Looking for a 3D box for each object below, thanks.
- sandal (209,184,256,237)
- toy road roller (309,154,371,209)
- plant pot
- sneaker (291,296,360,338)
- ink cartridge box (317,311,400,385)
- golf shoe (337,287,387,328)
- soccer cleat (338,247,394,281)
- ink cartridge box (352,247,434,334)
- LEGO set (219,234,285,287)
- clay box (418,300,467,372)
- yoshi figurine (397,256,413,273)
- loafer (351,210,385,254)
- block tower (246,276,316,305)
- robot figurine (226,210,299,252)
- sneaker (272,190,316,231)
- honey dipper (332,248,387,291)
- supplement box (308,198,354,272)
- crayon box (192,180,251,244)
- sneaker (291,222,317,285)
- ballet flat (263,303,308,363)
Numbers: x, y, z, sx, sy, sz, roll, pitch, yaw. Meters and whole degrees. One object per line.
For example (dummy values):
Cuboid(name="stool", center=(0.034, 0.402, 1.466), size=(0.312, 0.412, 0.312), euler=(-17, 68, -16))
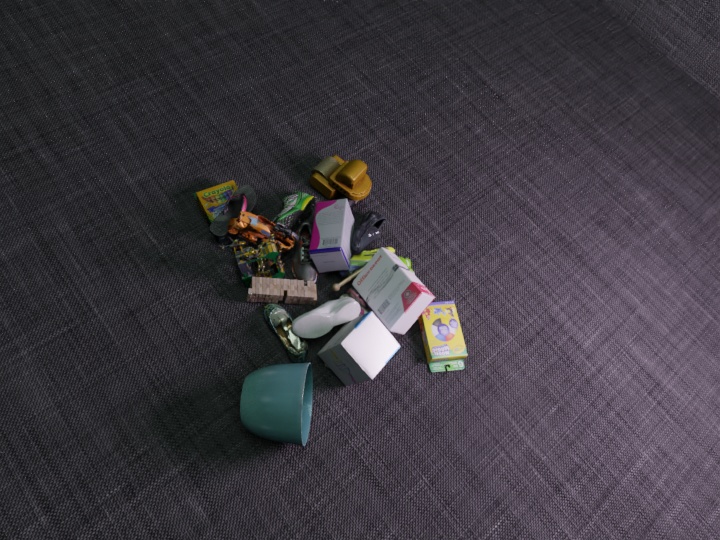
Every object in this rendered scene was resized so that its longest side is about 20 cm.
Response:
Cuboid(name="sandal", center=(-0.372, -0.182, 1.713), size=(0.074, 0.045, 0.201), euler=(29, 60, 4))
Cuboid(name="toy road roller", center=(-0.055, -0.303, 1.849), size=(0.199, 0.146, 0.123), euler=(37, 60, 9))
Cuboid(name="plant pot", center=(-0.210, 0.329, 1.450), size=(0.158, 0.201, 0.203), euler=(2, 60, 3))
Cuboid(name="sneaker", center=(-0.103, 0.124, 1.609), size=(0.198, 0.076, 0.088), euler=(-17, 28, -18))
Cuboid(name="ink cartridge box", center=(-0.011, 0.215, 1.558), size=(0.125, 0.200, 0.129), euler=(48, 61, -4))
Cuboid(name="golf shoe", center=(0.007, 0.148, 1.666), size=(0.092, 0.073, 0.200), euler=(-41, 68, -11))
Cuboid(name="soccer cleat", center=(0.016, -0.038, 1.768), size=(0.198, 0.065, 0.084), euler=(-25, 67, -23))
Cuboid(name="ink cartridge box", center=(0.090, 0.057, 1.644), size=(0.145, 0.084, 0.200), euler=(-50, 55, 14))
Cuboid(name="LEGO set", center=(-0.296, -0.050, 1.645), size=(0.152, 0.200, 0.117), euler=(-21, 66, 0))
Cuboid(name="clay box", center=(0.241, 0.192, 1.700), size=(0.113, 0.048, 0.202), euler=(-4, 62, -14))
Cuboid(name="yoshi figurine", center=(0.118, 0.042, 1.724), size=(0.111, 0.112, 0.202), euler=(1, 58, -4))
Cuboid(name="loafer", center=(0.025, -0.117, 1.786), size=(0.069, 0.069, 0.201), euler=(12, 41, 15))
Cuboid(name="block tower", center=(-0.224, 0.059, 1.660), size=(0.197, 0.054, 0.059), euler=(3, 60, -16))
Cuboid(name="robot figurine", center=(-0.279, -0.106, 1.680), size=(0.198, 0.144, 0.059), euler=(24, 67, -26))
Cuboid(name="sneaker", center=(-0.217, -0.179, 1.786), size=(0.084, 0.079, 0.200), euler=(24, 39, 14))
Cuboid(name="honey dipper", center=(0.000, 0.000, 1.699), size=(0.199, 0.038, 0.038), euler=(-32, 72, -15))
Cuboid(name="supplement box", center=(-0.083, -0.105, 1.731), size=(0.100, 0.104, 0.202), euler=(-5, 53, 14))
Cuboid(name="crayon box", center=(-0.416, -0.192, 1.765), size=(0.125, 0.052, 0.201), euler=(-24, 69, -23))
Cuboid(name="sneaker", center=(-0.167, -0.055, 1.726), size=(0.076, 0.082, 0.203), euler=(-3, 62, -14))
Cuboid(name="ballet flat", center=(-0.204, 0.162, 1.608), size=(0.074, 0.074, 0.201), euler=(-29, 71, -25))
